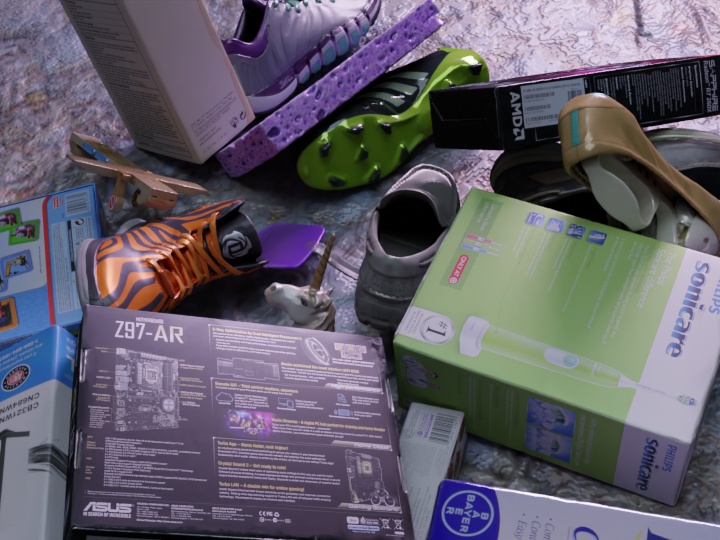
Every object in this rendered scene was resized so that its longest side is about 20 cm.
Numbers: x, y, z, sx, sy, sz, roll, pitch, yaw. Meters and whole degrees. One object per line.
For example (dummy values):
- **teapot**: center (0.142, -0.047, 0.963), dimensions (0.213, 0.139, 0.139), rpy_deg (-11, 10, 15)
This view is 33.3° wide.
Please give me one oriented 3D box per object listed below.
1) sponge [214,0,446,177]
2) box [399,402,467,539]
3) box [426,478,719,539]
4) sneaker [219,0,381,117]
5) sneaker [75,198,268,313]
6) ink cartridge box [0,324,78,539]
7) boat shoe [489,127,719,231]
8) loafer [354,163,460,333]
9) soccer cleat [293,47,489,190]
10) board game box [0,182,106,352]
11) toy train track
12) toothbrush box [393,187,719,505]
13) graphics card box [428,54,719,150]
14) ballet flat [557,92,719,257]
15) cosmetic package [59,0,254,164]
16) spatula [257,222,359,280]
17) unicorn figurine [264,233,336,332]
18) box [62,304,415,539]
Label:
- **sponge**: center (-0.025, -0.152, 1.016), dimensions (0.200, 0.111, 0.030), rpy_deg (-41, 99, -24)
- **box**: center (0.024, 0.175, 0.755), dimensions (0.041, 0.039, 0.201), rpy_deg (8, 50, 17)
- **box**: center (0.123, 0.228, 0.650), dimensions (0.198, 0.105, 0.185), rpy_deg (7, 50, 13)
- **sneaker**: center (-0.057, -0.226, 1.081), dimensions (0.074, 0.088, 0.200), rpy_deg (8, 47, 43)
- **sneaker**: center (-0.130, -0.009, 0.864), dimensions (0.111, 0.078, 0.200), rpy_deg (-16, 19, 9)
- **ink cartridge box**: center (-0.221, 0.157, 0.747), dimensions (0.145, 0.084, 0.201), rpy_deg (-26, 45, 17)
- **boat shoe**: center (0.198, -0.056, 0.923), dimensions (0.198, 0.075, 0.074), rpy_deg (-5, 57, 16)
- **loafer**: center (0.041, -0.032, 0.894), dimensions (0.069, 0.070, 0.201), rpy_deg (12, 34, 5)
- **soccer cleat**: center (0.021, -0.130, 1.019), dimensions (0.199, 0.068, 0.081), rpy_deg (-32, 34, -20)
- **board game box**: center (-0.296, 0.015, 0.946), dimensions (0.198, 0.037, 0.152), rpy_deg (-13, 48, -5)
- **toy train track**: center (-0.200, -0.076, 0.984), dimensions (0.114, 0.033, 0.200), rpy_deg (12, 12, -34)
- **toothbrush box**: center (0.140, 0.046, 0.812), dimensions (0.198, 0.086, 0.146), rpy_deg (16, 56, 18)
- **graphics card box**: center (0.166, -0.130, 0.933), dimensions (0.198, 0.051, 0.125), rpy_deg (-12, 11, -18)
- **ballet flat**: center (0.202, -0.042, 0.841), dimensions (0.068, 0.200, 0.063), rpy_deg (-27, 37, 39)
- **cosmetic package**: center (-0.176, -0.195, 0.993), dimensions (0.103, 0.201, 0.073), rpy_deg (18, 51, 42)
- **spatula**: center (0.000, 0.000, 0.924), dimensions (0.198, 0.021, 0.057), rpy_deg (18, 46, 17)
- **unicorn figurine**: center (-0.090, 0.078, 0.846), dimensions (0.136, 0.074, 0.202), rpy_deg (2, 65, 9)
- **box**: center (-0.075, 0.104, 0.728), dimensions (0.198, 0.044, 0.161), rpy_deg (7, 45, -17)
